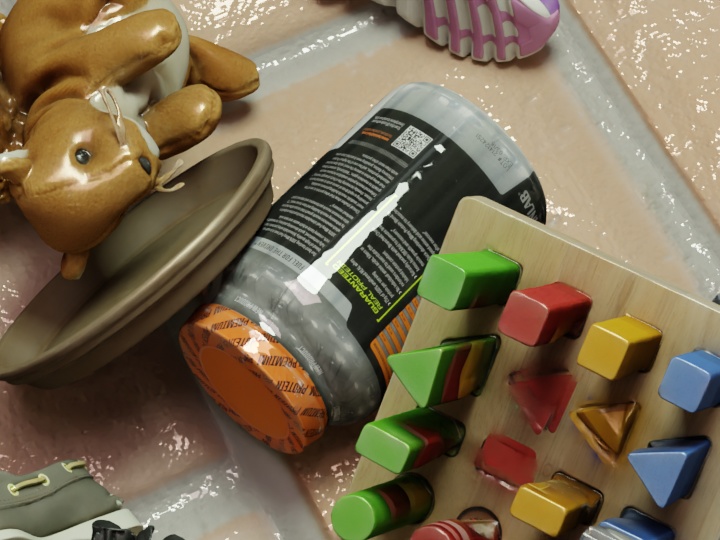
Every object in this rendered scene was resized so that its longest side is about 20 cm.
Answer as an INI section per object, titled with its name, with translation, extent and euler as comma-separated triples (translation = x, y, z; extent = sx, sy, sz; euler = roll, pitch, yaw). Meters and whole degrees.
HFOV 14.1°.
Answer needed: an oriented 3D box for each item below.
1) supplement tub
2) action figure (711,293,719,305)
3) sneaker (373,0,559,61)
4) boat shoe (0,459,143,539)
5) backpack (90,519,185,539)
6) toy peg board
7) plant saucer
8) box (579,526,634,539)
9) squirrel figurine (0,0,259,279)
[supplement tub]
translation = 0.000, 0.000, 1.616
extent = 0.122, 0.123, 0.200
euler = 35, 65, 25
[action figure]
translation = 0.199, 0.069, 1.568
extent = 0.193, 0.105, 0.201
euler = 25, 62, 10
[sneaker]
translation = 0.039, -0.198, 1.776
extent = 0.199, 0.081, 0.089
euler = 24, 54, 21
[boat shoe]
translation = -0.192, 0.138, 1.512
extent = 0.072, 0.201, 0.060
euler = -47, 71, 23
[backpack]
translation = -0.143, 0.239, 1.466
extent = 0.199, 0.127, 0.167
euler = -27, 41, -17
[toy peg board]
translation = 0.091, 0.092, 1.498
extent = 0.198, 0.098, 0.201
euler = 26, 103, 20
[plant saucer]
translation = -0.122, 0.000, 1.614
extent = 0.200, 0.200, 0.030
euler = -45, 106, -22
[box]
translation = 0.143, 0.249, 1.427
extent = 0.161, 0.049, 0.201
euler = 28, 95, 22
[squirrel figurine]
translation = -0.176, -0.081, 1.674
extent = 0.199, 0.142, 0.187
euler = -10, 44, 21
